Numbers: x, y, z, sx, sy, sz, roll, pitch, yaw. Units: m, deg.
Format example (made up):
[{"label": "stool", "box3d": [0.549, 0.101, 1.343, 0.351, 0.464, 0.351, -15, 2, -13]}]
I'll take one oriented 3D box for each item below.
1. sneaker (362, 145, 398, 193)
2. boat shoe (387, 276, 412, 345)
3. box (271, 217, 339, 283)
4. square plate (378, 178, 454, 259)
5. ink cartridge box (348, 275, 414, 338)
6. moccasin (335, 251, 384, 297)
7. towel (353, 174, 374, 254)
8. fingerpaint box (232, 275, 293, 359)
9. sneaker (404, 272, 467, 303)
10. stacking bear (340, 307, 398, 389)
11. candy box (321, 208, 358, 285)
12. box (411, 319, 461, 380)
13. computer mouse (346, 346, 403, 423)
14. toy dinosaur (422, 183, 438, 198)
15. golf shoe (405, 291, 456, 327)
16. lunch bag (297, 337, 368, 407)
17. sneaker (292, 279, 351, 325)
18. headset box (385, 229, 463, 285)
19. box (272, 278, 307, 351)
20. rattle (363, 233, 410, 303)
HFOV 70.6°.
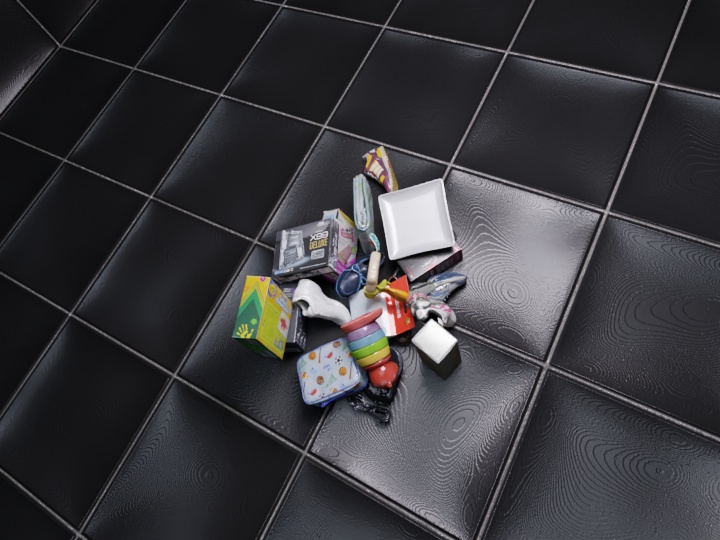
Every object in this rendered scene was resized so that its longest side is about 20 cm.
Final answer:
[{"label": "sneaker", "box3d": [0.063, -0.317, 1.687, 0.090, 0.075, 0.201, -21, 57, 13]}, {"label": "boat shoe", "box3d": [0.106, 0.115, 1.483, 0.070, 0.070, 0.201, -12, 66, 3]}, {"label": "box", "box3d": [-0.160, -0.057, 1.493, 0.199, 0.050, 0.159, -11, 61, 26]}, {"label": "square plate", "box3d": [0.163, -0.147, 1.489, 0.199, 0.028, 0.200, -13, 82, 19]}, {"label": "ink cartridge box", "box3d": [0.056, 0.116, 1.455, 0.199, 0.047, 0.161, -29, 57, 38]}, {"label": "moccasin", "box3d": [0.000, 0.000, 1.513, 0.081, 0.068, 0.200, 49, 54, -14]}, {"label": "towel", "box3d": [0.015, -0.172, 1.574, 0.048, 0.171, 0.201, -6, 65, 8]}, {"label": "fingerpaint box", "box3d": [-0.258, 0.131, 1.370, 0.073, 0.200, 0.168, 4, 67, 13]}, {"label": "sneaker", "box3d": [0.222, 0.064, 1.481, 0.199, 0.077, 0.086, -18, 105, -14]}, {"label": "stacking bear", "box3d": [0.035, 0.219, 1.363, 0.113, 0.121, 0.201, -24, 87, -27]}, {"label": "candy box", "box3d": [-0.069, -0.068, 1.563, 0.061, 0.136, 0.201, -7, 65, 30]}, {"label": "box", "box3d": [0.205, 0.213, 1.343, 0.095, 0.200, 0.078, 40, 80, 25]}, {"label": "computer mouse", "box3d": [0.058, 0.310, 1.424, 0.138, 0.053, 0.201, 22, 84, 23]}, {"label": "toy dinosaur", "box3d": [0.167, -0.208, 1.572, 0.198, 0.136, 0.086, -2, 66, 13]}, {"label": "golf shoe", "box3d": [0.203, 0.130, 1.388, 0.073, 0.199, 0.092, -46, 47, 21]}, {"label": "lunch bag", "box3d": [-0.082, 0.291, 1.427, 0.199, 0.075, 0.161, -27, 62, 18]}, {"label": "sneaker", "box3d": [-0.117, 0.117, 1.492, 0.200, 0.075, 0.100, 38, 51, -14]}, {"label": "headset box", "box3d": [0.201, -0.061, 1.533, 0.199, 0.077, 0.149, -33, 63, 0]}, {"label": "box", "box3d": [-0.229, 0.135, 1.533, 0.121, 0.106, 0.201, -1, 66, 11]}, {"label": "rattle", "box3d": [0.080, -0.012, 1.440, 0.142, 0.131, 0.201, -3, 40, 16]}]
